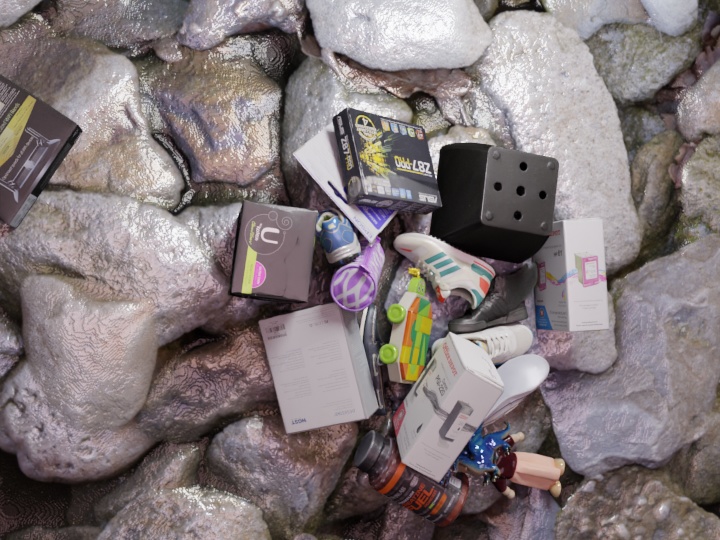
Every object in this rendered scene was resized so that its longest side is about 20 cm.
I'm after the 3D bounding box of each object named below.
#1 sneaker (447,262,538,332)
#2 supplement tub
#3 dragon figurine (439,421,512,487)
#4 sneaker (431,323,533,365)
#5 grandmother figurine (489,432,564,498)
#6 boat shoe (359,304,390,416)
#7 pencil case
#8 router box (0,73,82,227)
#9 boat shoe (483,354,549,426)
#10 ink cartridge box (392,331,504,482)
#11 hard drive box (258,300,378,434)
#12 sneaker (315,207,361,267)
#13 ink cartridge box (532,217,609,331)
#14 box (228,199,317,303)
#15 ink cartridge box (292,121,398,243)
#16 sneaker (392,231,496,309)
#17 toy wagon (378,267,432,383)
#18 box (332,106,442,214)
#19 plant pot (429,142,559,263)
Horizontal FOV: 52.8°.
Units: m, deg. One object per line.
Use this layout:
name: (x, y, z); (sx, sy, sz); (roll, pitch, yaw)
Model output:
sneaker: (0.248, 0.051, 1.363); (0.197, 0.060, 0.106); (-10, 90, -18)
supplement tub: (0.087, 0.363, 1.287); (0.198, 0.107, 0.108); (31, 81, -9)
dragon figurine: (0.208, 0.309, 1.281); (0.099, 0.059, 0.200); (40, 51, 0)
sneaker: (0.235, 0.145, 1.343); (0.197, 0.081, 0.078); (-12, 88, -14)
grandmother figurine: (0.283, 0.363, 1.356); (0.197, 0.061, 0.123); (13, 76, -14)
boat shoe: (0.025, 0.159, 1.291); (0.061, 0.075, 0.203); (2, 88, 8)
pencil case: (0.000, 0.000, 1.239); (0.084, 0.200, 0.086); (38, 109, -8)
router box: (-0.582, -0.197, 1.189); (0.156, 0.052, 0.201); (33, 81, -9)
boat shoe: (0.264, 0.228, 1.354); (0.198, 0.066, 0.074); (-29, 60, -5)
ink cartridge box: (0.144, 0.227, 1.229); (0.084, 0.146, 0.201); (30, 104, -14)
hard drive box: (-0.072, 0.162, 1.244); (0.154, 0.077, 0.203); (-13, 90, 17)
sneaker: (-0.042, -0.074, 1.230); (0.075, 0.200, 0.078); (-24, 109, -3)
ink cartridge box: (0.387, 0.008, 1.349); (0.083, 0.144, 0.203); (-1, 88, -11)
box: (-0.150, -0.025, 1.203); (0.122, 0.200, 0.151); (7, 86, -12)
ink cartridge box: (-0.019, -0.157, 1.262); (0.199, 0.043, 0.200); (49, 38, -7)
sneaker: (0.142, 0.002, 1.317); (0.197, 0.070, 0.094); (23, 75, 2)
toy wagon: (0.089, 0.096, 1.279); (0.039, 0.155, 0.203); (9, 84, 25)
box: (0.049, -0.188, 1.269); (0.198, 0.049, 0.164); (4, 70, -44)
plant pot: (0.253, -0.132, 1.311); (0.196, 0.177, 0.203); (9, 85, -12)
